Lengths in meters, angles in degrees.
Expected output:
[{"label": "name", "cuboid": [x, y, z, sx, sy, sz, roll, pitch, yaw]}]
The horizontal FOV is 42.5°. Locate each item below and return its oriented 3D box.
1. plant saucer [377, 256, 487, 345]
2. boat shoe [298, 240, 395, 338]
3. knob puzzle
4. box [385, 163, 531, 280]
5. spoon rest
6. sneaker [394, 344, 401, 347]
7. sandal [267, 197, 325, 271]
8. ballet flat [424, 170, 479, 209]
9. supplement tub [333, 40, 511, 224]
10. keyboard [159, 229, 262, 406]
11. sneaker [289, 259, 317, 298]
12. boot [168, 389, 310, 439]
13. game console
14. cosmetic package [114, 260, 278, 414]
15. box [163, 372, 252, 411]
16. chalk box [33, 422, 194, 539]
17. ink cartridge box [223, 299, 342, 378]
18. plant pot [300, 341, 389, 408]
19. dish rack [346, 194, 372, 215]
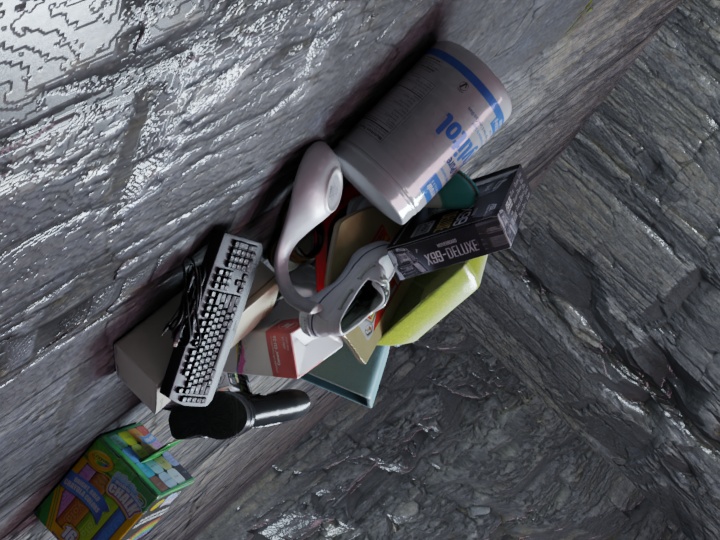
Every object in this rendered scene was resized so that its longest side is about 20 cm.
[{"label": "plant saucer", "cuboid": [0.118, 0.014, 1.343, 0.200, 0.048, 0.200, -43, -169, 32]}, {"label": "boat shoe", "cuboid": [0.005, 0.030, 1.179, 0.200, 0.067, 0.074, -45, 134, -41]}, {"label": "knob puzzle", "cuboid": [0.000, 0.000, 1.251, 0.220, 0.030, 0.220, -22, 117, -52]}, {"label": "box", "cuboid": [0.137, -0.068, 1.247, 0.158, 0.050, 0.200, -17, -162, 26]}, {"label": "spoon rest", "cuboid": [-0.064, -0.052, 1.085, 0.099, 0.061, 0.200, -10, 109, -72]}, {"label": "sneaker", "cuboid": [0.057, 0.081, 1.505, 0.200, 0.078, 0.086, 9, 82, -53]}, {"label": "sandal", "cuboid": [-0.072, -0.047, 1.218, 0.082, 0.055, 0.200, -41, 169, -31]}, {"label": "ballet flat", "cuboid": [0.076, -0.120, 1.234, 0.070, 0.200, 0.067, -33, 130, -14]}, {"label": "supplement tub", "cuboid": [0.075, -0.170, 1.136, 0.200, 0.132, 0.132, -47, 170, -4]}, {"label": "keyboard", "cuboid": [-0.164, 0.058, 1.020, 0.104, 0.040, 0.200, 15, 93, -49]}, {"label": "sneaker", "cuboid": [-0.048, -0.021, 1.436, 0.200, 0.075, 0.087, -36, 146, -46]}, {"label": "boot", "cuboid": [-0.147, 0.204, 1.329, 0.165, 0.066, 0.200, -10, 169, 41]}, {"label": "game console", "cuboid": [0.002, -0.066, 1.381, 0.200, 0.031, 0.177, -40, 150, -34]}, {"label": "cosmetic package", "cuboid": [-0.194, 0.068, 1.108, 0.200, 0.073, 0.104, -43, 169, -27]}, {"label": "box", "cuboid": [-0.229, 0.176, 1.356, 0.110, 0.035, 0.200, -16, 168, -2]}, {"label": "chalk box", "cuboid": [-0.332, 0.303, 1.308, 0.200, 0.124, 0.125, -49, 169, 7]}, {"label": "ink cartridge box", "cuboid": [-0.140, 0.087, 1.248, 0.116, 0.200, 0.068, -33, 118, -54]}, {"label": "plant pot", "cuboid": [-0.032, 0.106, 1.622, 0.196, 0.196, 0.200, 85, 28, -77]}, {"label": "dish rack", "cuboid": [0.019, -0.047, 1.347, 0.172, 0.044, 0.200, -30, 143, -48]}]
